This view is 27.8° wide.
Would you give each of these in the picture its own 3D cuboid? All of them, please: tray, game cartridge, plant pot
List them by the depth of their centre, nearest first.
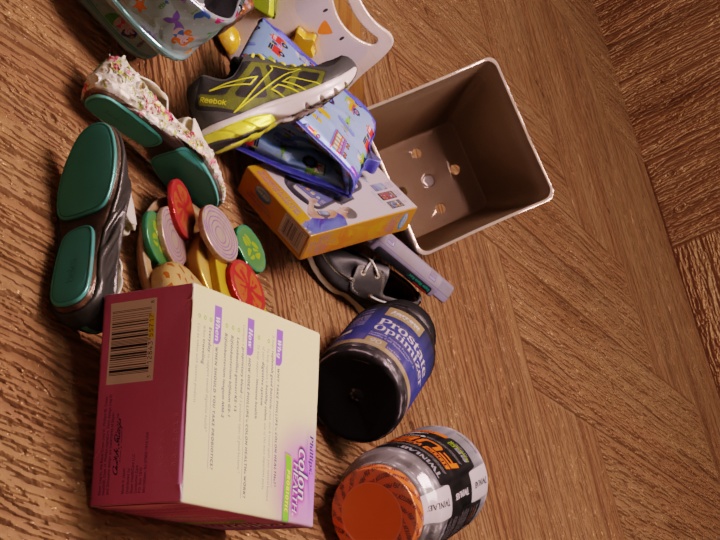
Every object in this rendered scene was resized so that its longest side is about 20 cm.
[{"bbox_3d":[0.024,-0.036,1.789,0.200,0.038,0.130,38,6,-45],"label":"game cartridge"},{"bbox_3d":[0.108,-0.135,1.932,0.202,0.198,0.177,66,-13,3],"label":"plant pot"},{"bbox_3d":[-0.034,-0.308,2.011,0.099,0.037,0.202,46,31,-39],"label":"tray"}]

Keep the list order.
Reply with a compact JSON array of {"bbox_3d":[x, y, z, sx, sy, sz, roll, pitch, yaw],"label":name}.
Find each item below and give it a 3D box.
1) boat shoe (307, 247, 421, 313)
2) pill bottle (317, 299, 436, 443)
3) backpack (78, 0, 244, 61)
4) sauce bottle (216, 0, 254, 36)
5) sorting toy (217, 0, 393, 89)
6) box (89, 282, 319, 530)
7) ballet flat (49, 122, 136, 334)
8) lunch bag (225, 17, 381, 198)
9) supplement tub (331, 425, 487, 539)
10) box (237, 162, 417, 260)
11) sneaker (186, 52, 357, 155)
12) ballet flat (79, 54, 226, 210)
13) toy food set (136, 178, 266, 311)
[{"bbox_3d":[0.000,0.000,1.744,0.200,0.067,0.072,41,34,-43],"label":"boat shoe"},{"bbox_3d":[0.021,0.104,1.627,0.113,0.111,0.200,62,23,-9],"label":"pill bottle"},{"bbox_3d":[-0.205,-0.306,1.478,0.178,0.150,0.201,47,20,-24],"label":"backpack"},{"bbox_3d":[-0.200,-0.366,1.662,0.201,0.066,0.066,53,24,-8],"label":"sauce bottle"},{"bbox_3d":[-0.061,-0.284,1.739,0.201,0.179,0.107,57,24,-17],"label":"sorting toy"},{"bbox_3d":[-0.127,0.123,1.242,0.199,0.096,0.178,25,62,-56],"label":"box"},{"bbox_3d":[-0.232,-0.032,1.271,0.069,0.067,0.202,53,34,-50],"label":"ballet flat"},{"bbox_3d":[-0.061,-0.173,1.641,0.199,0.094,0.151,30,31,-9],"label":"lunch bag"},{"bbox_3d":[0.052,0.239,1.546,0.124,0.122,0.200,67,22,5],"label":"supplement tub"},{"bbox_3d":[-0.028,-0.083,1.645,0.199,0.042,0.119,-19,56,-43],"label":"box"},{"bbox_3d":[-0.091,-0.194,1.514,0.199,0.074,0.085,-28,91,-28],"label":"sneaker"},{"bbox_3d":[-0.193,-0.139,1.434,0.200,0.075,0.064,47,46,-40],"label":"ballet flat"},{"bbox_3d":[-0.151,0.012,1.418,0.200,0.048,0.200,31,41,-54],"label":"toy food set"}]
